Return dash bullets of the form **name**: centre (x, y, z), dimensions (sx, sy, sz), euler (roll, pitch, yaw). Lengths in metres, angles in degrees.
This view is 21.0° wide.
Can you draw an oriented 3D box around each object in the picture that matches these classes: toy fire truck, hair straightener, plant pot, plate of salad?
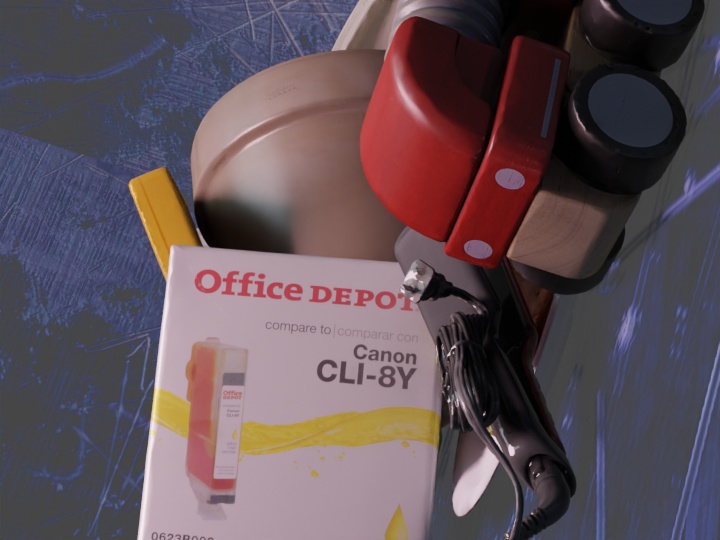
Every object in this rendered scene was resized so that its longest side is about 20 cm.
- **toy fire truck**: centre (0.034, -0.111, 0.780), dimensions (0.129, 0.198, 0.177), euler (111, 175, -54)
- **hair straightener**: centre (0.038, 0.034, 0.770), dimensions (0.041, 0.077, 0.201), euler (-42, 30, 22)
- **plant pot**: centre (0.000, 0.000, 1.139), dimensions (0.201, 0.198, 0.175), euler (111, 159, -51)
- **plate of salad**: centre (0.067, 0.016, 0.914), dimensions (0.200, 0.048, 0.202), euler (-163, 90, -87)

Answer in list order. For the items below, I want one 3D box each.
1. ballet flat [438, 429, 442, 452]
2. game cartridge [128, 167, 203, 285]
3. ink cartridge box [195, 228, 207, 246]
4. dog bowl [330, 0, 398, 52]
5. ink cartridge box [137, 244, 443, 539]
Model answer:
- **ballet flat**: centre (0.016, 0.084, 1.255), dimensions (0.200, 0.071, 0.072), euler (-96, 24, -82)
- **game cartridge**: centre (-0.086, 0.040, 1.130), dimensions (0.200, 0.032, 0.178), euler (91, 156, -83)
- **ink cartridge box**: centre (-0.080, 0.070, 1.349), dimensions (0.200, 0.083, 0.147), euler (-112, 11, -65)
- **dog bowl**: centre (0.051, -0.142, 1.298), dimensions (0.200, 0.073, 0.201), euler (-46, 26, 31)
- **ink cartridge box**: centre (-0.033, 0.095, 0.973), dimensions (0.083, 0.144, 0.202), euler (80, -165, -79)
